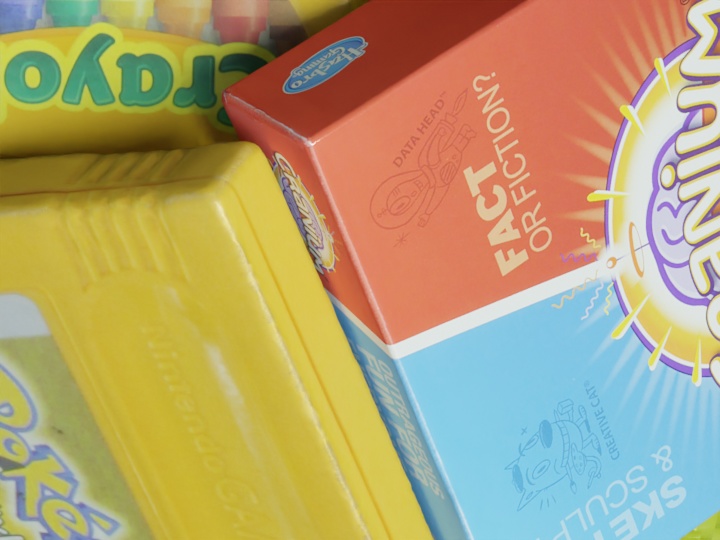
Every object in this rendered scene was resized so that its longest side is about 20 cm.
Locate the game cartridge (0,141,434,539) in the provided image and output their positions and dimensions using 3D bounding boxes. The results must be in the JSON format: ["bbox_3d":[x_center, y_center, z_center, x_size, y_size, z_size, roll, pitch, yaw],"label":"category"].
[{"bbox_3d":[-0.081,0.053,0.695,0.200,0.032,0.176,-3,125,33],"label":"game cartridge"}]

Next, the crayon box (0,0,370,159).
[{"bbox_3d":[-0.057,-0.092,0.678,0.126,0.052,0.200,2,95,11],"label":"crayon box"}]

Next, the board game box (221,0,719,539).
[{"bbox_3d":[0.082,-0.025,0.676,0.200,0.040,0.153,-34,123,-17],"label":"board game box"}]
